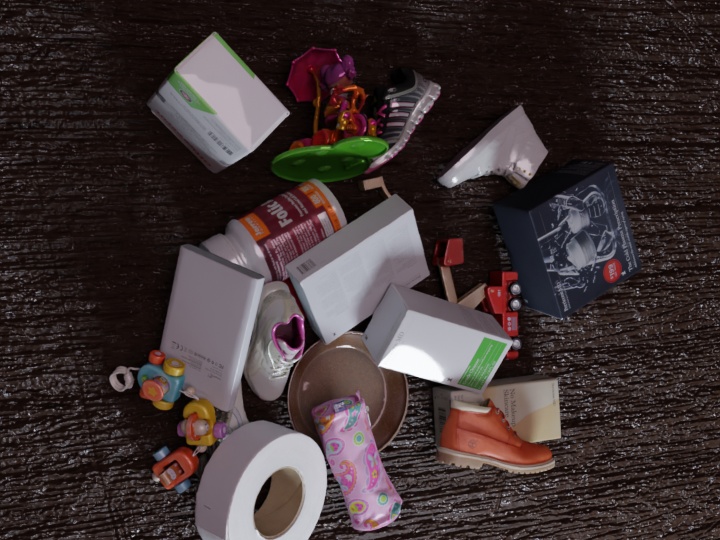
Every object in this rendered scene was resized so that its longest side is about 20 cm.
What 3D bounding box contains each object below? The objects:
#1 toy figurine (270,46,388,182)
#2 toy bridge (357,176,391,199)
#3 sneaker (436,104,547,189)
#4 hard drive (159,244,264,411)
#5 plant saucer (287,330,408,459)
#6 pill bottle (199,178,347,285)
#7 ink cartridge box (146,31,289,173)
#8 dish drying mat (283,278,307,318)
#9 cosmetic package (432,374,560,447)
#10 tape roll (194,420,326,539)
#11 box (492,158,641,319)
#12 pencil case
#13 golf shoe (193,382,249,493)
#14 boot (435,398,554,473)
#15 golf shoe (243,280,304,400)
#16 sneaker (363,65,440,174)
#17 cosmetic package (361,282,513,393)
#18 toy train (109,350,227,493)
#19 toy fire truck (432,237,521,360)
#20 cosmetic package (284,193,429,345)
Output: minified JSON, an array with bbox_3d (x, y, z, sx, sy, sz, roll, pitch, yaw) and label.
[{"bbox_3d":[-0.046,-0.247,1.386,0.150,0.199,0.185,8,73,-42],"label":"toy figurine"},{"bbox_3d":[0.049,-0.051,1.490,0.067,0.027,0.201,-15,95,-21],"label":"toy bridge"},{"bbox_3d":[0.226,-0.171,1.537,0.200,0.074,0.116,-40,99,-19],"label":"sneaker"},{"bbox_3d":[-0.213,0.080,1.306,0.131,0.026,0.201,22,108,21],"label":"hard drive"},{"bbox_3d":[-0.022,0.194,1.452,0.199,0.037,0.202,1,88,-21],"label":"plant saucer"},{"bbox_3d":[-0.127,-0.043,1.374,0.199,0.114,0.115,-30,99,-20],"label":"pill bottle"},{"bbox_3d":[-0.203,-0.226,1.304,0.146,0.200,0.084,46,72,-14],"label":"ink cartridge box"},{"bbox_3d":[-0.102,0.040,1.433,0.199,0.018,0.077,-24,98,-20],"label":"dish drying mat"},{"bbox_3d":[0.222,0.232,1.527,0.199,0.071,0.106,-6,92,-21],"label":"cosmetic package"},{"bbox_3d":[-0.139,0.320,1.337,0.202,0.071,0.204,-18,114,-48],"label":"tape roll"},{"bbox_3d":[0.342,-0.054,1.544,0.182,0.104,0.201,-29,111,-18],"label":"box"},{"bbox_3d":[-0.005,0.281,1.393,0.087,0.087,0.201,-21,96,-20],"label":"pencil case"},{"bbox_3d":[-0.189,0.240,1.380,0.097,0.078,0.201,8,86,-44],"label":"golf shoe"},{"bbox_3d":[0.218,0.256,1.451,0.199,0.075,0.108,12,83,-20],"label":"boot"},{"bbox_3d":[-0.122,0.117,1.353,0.075,0.091,0.201,-16,127,-30],"label":"golf shoe"},{"bbox_3d":[0.042,-0.241,1.469,0.087,0.074,0.200,40,72,-15],"label":"sneaker"},{"bbox_3d":[0.117,0.106,1.435,0.199,0.085,0.108,16,112,-28],"label":"cosmetic package"},{"bbox_3d":[-0.275,0.215,1.307,0.150,0.056,0.201,-28,95,20],"label":"toy train"},{"bbox_3d":[0.190,0.048,1.531,0.140,0.049,0.201,0,90,-21],"label":"toy fire truck"},{"bbox_3d":[0.000,0.000,1.392,0.200,0.052,0.151,-33,137,-13],"label":"cosmetic package"}]
